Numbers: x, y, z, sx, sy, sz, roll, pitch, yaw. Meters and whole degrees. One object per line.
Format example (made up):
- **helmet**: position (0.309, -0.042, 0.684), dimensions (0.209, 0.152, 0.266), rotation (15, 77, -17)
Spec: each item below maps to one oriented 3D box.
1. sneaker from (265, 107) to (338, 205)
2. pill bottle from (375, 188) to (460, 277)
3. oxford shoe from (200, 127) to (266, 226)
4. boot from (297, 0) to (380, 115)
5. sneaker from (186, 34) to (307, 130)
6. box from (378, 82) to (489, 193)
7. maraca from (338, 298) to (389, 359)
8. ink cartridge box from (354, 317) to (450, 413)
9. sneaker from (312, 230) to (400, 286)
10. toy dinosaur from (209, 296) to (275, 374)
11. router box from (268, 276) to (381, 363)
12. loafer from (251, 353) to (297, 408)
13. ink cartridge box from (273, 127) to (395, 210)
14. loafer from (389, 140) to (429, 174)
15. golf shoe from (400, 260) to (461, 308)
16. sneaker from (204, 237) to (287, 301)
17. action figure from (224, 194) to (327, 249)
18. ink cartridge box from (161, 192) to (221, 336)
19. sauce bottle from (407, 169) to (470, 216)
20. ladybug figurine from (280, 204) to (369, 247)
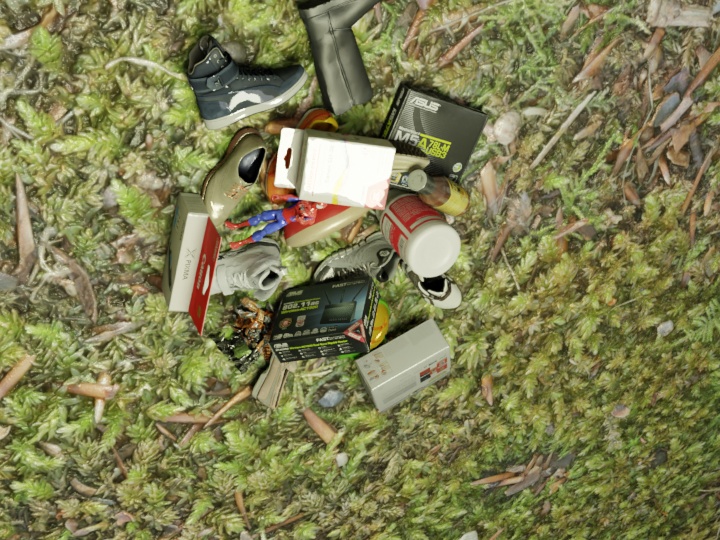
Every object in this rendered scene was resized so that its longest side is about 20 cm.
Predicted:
- **sneaker**: position (-0.114, -0.207, 1.515), dimensions (0.073, 0.077, 0.201), rotation (20, 109, -32)
- **pill bottle**: position (0.106, -0.081, 1.616), dimensions (0.111, 0.200, 0.113), rotation (-12, 124, -18)
- **oxford shoe**: position (-0.232, -0.158, 1.488), dimensions (0.070, 0.074, 0.201), rotation (15, 112, -34)
- **boot**: position (-0.009, -0.394, 1.457), dimensions (0.163, 0.066, 0.201), rotation (-20, 123, -3)
- **sneaker**: position (-0.196, -0.342, 1.394), dimensions (0.201, 0.077, 0.147), rotation (-26, 129, -8)
- **box**: position (0.131, -0.249, 1.625), dimensions (0.198, 0.048, 0.194), rotation (12, 116, -30)
- **maraca**: position (0.001, 0.126, 1.755), dimensions (0.136, 0.107, 0.201), rotation (-19, 144, -12)
- **ink cartridge box**: position (0.100, 0.219, 1.851), dimensions (0.199, 0.084, 0.176), rotation (-28, 153, -8)
- **sneaker**: position (0.000, 0.000, 1.668), dimensions (0.199, 0.116, 0.075), rotation (-34, 127, -4)
- **toy dinosaur**: position (-0.215, 0.137, 1.667), dimensions (0.136, 0.102, 0.201), rotation (-42, 125, -16)
- **router box**: position (-0.069, 0.096, 1.619), dimensions (0.198, 0.151, 0.062), rotation (-10, 130, 20)
- **loafer**: position (-0.159, 0.203, 1.735), dimensions (0.201, 0.063, 0.072), rotation (-59, 165, 21)
- **ink cartridge box**: position (-0.048, -0.181, 1.460), dimensions (0.198, 0.068, 0.118), rotation (5, 111, -12)
- **loafer**: position (0.030, -0.202, 1.546), dimensions (0.198, 0.076, 0.069), rotation (3, 119, -4)
- **golf shoe**: position (0.166, 0.041, 1.787), dimensions (0.078, 0.095, 0.200), rotation (-48, 128, 6)
- **sneaker**: position (-0.234, 0.013, 1.564), dimensions (0.199, 0.115, 0.076), rotation (-25, 126, -10)
- **action figure**: position (-0.158, -0.097, 1.485), dimensions (0.198, 0.066, 0.099), rotation (-18, 169, 12)
- **ink cartridge box**: position (-0.307, -0.013, 1.476), dimensions (0.044, 0.176, 0.202), rotation (4, 117, -27)
- **sauce bottle**: position (0.150, -0.151, 1.579), dimensions (0.066, 0.066, 0.200), rotation (-53, 155, 11)
- **ladybug figurine**: position (-0.067, -0.113, 1.567), dimensions (0.199, 0.136, 0.072), rotation (-29, 104, -3)
